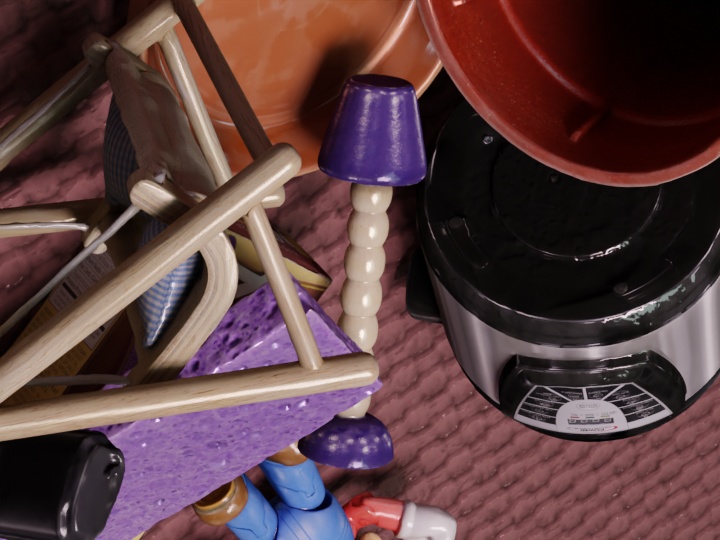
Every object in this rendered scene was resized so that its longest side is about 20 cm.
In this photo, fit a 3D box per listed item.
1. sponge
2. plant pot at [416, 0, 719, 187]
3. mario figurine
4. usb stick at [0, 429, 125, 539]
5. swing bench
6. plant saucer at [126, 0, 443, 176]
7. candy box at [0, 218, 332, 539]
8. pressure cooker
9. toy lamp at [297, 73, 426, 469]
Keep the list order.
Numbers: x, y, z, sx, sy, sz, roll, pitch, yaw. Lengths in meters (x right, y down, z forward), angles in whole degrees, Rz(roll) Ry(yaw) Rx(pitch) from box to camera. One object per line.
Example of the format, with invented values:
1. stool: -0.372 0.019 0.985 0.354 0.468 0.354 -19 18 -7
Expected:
1. sponge: -0.093 0.080 1.182 0.200 0.030 0.112 -32 152 7
2. plant pot: 0.160 -0.172 1.197 0.195 0.201 0.201 -36 144 -45
3. mario figurine: -0.015 0.168 1.396 0.123 0.106 0.200 -17 134 19
4. usb stick: -0.189 0.094 1.127 0.033 0.200 0.056 32 68 -47
5. swing bench: -0.123 -0.006 1.066 0.200 0.199 0.130 -23 121 -4
6. plant saucer: -0.029 -0.137 1.197 0.200 0.032 0.200 -22 135 -24
7. candy box: -0.119 0.052 1.257 0.200 0.056 0.117 -52 140 8
8. pressure cooker: 0.126 -0.003 1.314 0.179 0.176 0.200 -40 156 -11
9. toy lamp: 0.000 0.000 1.241 0.058 0.058 0.200 -5 108 -38
